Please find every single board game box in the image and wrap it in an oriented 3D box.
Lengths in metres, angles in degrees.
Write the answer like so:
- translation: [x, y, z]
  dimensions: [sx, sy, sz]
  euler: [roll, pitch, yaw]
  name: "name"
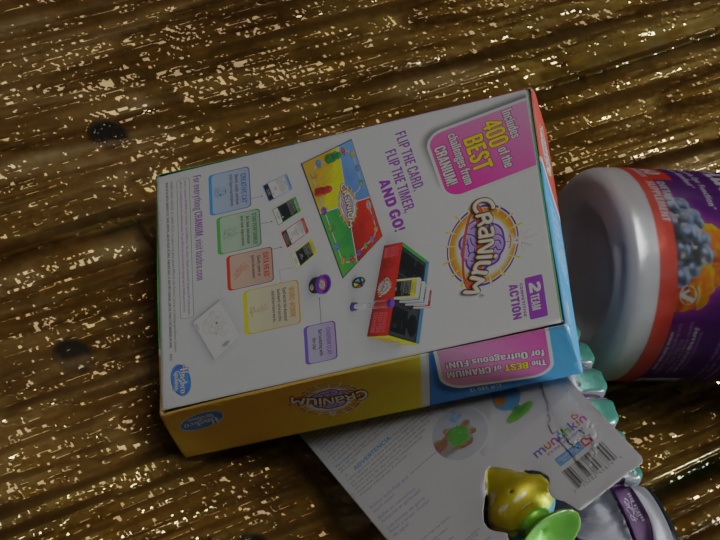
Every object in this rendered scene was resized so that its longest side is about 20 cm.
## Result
- translation: [0.000, 0.000, 1.177]
  dimensions: [0.199, 0.040, 0.154]
  euler: [-12, 51, 10]
  name: "board game box"

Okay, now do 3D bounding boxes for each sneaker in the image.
- translation: [0.081, 0.088, 1.189]
  dimensions: [0.087, 0.075, 0.201]
  euler: [-14, 55, -20]
  name: "sneaker"

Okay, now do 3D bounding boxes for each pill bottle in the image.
- translation: [0.206, 0.003, 1.285]
  dimensions: [0.199, 0.112, 0.112]
  euler: [1, 52, -23]
  name: "pill bottle"

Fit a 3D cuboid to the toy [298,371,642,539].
- translation: [0.037, 0.073, 1.169]
  dimensions: [0.115, 0.047, 0.200]
  euler: [-37, 49, -7]
  name: "toy"
